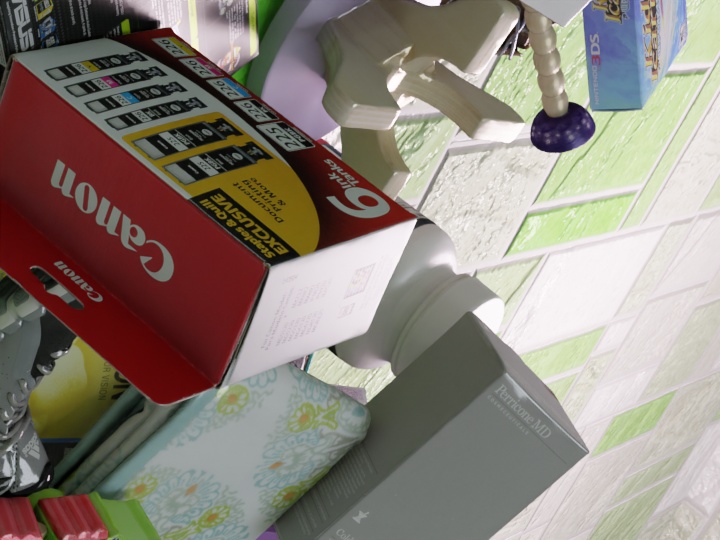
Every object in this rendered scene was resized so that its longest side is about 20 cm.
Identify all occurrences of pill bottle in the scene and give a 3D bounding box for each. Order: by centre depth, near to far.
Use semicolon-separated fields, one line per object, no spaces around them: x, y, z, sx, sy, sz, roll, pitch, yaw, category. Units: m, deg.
0.000;0.000;1.446;0.119;0.200;0.120;-42;156;-24;pill bottle

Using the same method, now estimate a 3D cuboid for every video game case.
0.209;-0.244;1.528;0.181;0.045;0.202;-48;135;-59;video game case

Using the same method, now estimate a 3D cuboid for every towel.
-0.110;0.130;1.301;0.200;0.048;0.171;-43;145;13;towel

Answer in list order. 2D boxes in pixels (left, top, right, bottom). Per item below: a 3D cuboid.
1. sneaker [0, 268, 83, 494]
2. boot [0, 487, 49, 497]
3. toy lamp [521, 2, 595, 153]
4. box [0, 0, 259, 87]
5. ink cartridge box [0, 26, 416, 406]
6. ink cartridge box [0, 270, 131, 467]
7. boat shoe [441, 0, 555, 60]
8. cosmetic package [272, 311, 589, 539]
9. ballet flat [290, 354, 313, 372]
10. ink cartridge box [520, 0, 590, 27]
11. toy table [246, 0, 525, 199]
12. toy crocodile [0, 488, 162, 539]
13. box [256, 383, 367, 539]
-0.190;0.065;1.147;0.199;0.116;0.075;-25;-166;25;sneaker
-0.303;0.172;1.203;0.199;0.077;0.168;-31;165;19;boot
0.130;-0.180;1.462;0.058;0.058;0.201;-40;131;-28;toy lamp
-0.139;-0.148;1.154;0.193;0.047;0.201;-44;156;-26;box
-0.103;-0.035;1.069;0.175;0.200;0.084;-20;141;-52;ink cartridge box
-0.178;0.075;1.273;0.198;0.047;0.199;1;133;-14;ink cartridge box
0.104;-0.201;1.522;0.199;0.072;0.073;-32;150;-42;boat shoe
0.044;0.138;1.365;0.200;0.090;0.107;-42;123;12;cosmetic package
-0.091;0.141;1.586;0.072;0.071;0.202;68;32;-65;ballet flat
0.065;-0.233;1.290;0.039;0.100;0.199;-44;137;20;ink cartridge box
0.019;-0.133;1.348;0.183;0.117;0.201;-10;140;-40;toy table
-0.203;0.158;1.168;0.199;0.068;0.062;0;133;-38;toy crocodile
-0.081;0.140;1.457;0.198;0.138;0.039;9;139;-24;box
